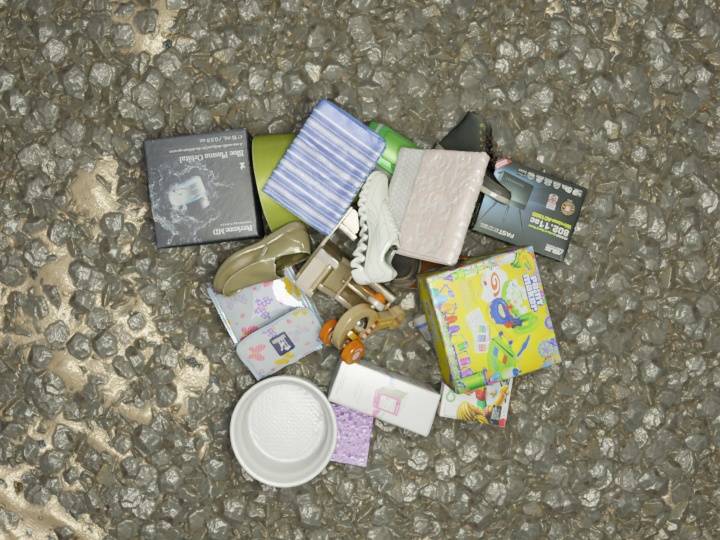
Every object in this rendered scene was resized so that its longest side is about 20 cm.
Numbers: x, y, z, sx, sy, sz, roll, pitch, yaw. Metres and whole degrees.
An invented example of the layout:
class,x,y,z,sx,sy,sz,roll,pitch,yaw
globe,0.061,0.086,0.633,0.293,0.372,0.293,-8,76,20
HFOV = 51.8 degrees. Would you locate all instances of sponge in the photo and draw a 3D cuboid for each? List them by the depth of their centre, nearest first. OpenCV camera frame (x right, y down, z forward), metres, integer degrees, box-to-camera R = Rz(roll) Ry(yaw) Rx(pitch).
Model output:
class,x,y,z,sx,sy,sz,roll,pitch,yaw
sponge,-0.075,0.313,1.463,0.196,0.030,0.114,11,91,-2

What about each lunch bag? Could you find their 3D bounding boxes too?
class,x,y,z,sx,sy,sz,roll,pitch,yaw
lunch bag,-0.169,0.083,1.406,0.167,0.127,0.203,-26,92,2

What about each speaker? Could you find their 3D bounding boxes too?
class,x,y,z,sx,sy,sz,roll,pitch,yaw
speaker,0.088,-0.204,1.433,0.198,0.088,0.089,32,90,-3

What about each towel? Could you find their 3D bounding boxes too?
class,x,y,z,sx,sy,sz,roll,pitch,yaw
towel,-0.059,-0.180,1.281,0.144,0.024,0.202,33,80,-6
towel,0.119,-0.121,1.313,0.189,0.032,0.203,13,82,40

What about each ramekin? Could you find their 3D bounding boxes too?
class,x,y,z,sx,sy,sz,roll,pitch,yaw
ramekin,-0.140,0.292,1.396,0.196,0.098,0.205,0,92,-1

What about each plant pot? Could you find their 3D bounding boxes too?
class,x,y,z,sx,sy,sz,roll,pitch,yaw
plant pot,-0.079,-0.175,1.363,0.196,0.187,0.191,-12,92,5

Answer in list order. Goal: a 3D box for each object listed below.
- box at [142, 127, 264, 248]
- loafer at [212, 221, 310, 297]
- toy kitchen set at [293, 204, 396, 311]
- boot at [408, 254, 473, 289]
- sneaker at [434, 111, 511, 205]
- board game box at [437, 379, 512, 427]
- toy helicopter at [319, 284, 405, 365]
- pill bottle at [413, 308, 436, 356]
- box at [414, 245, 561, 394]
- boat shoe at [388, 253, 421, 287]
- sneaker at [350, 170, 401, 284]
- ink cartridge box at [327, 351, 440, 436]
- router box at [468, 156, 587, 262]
class,x,y,z,sx,sy,sz,roll,pitch,yaw
box,-0.292,-0.152,1.402,0.193,0.117,0.204,-7,93,-2
loafer,-0.172,-0.011,1.316,0.199,0.076,0.068,-36,65,0
toy kitchen set,0.000,0.000,1.366,0.180,0.200,0.164,39,97,-3
boot,0.150,0.004,1.404,0.196,0.155,0.078,5,91,-3
sneaker,0.232,-0.216,1.396,0.107,0.074,0.200,-51,57,14
board game box,0.218,0.174,1.357,0.124,0.035,0.204,9,89,-4
toy helicopter,0.023,0.087,1.368,0.079,0.198,0.134,39,116,28
pill bottle,0.199,0.146,1.431,0.113,0.114,0.202,-34,93,-1
box,0.216,0.080,1.275,0.189,0.122,0.204,-15,93,-5
boat shoe,0.073,-0.055,1.388,0.073,0.202,0.074,-10,134,13
sneaker,0.037,-0.074,1.302,0.080,0.075,0.204,1,81,28
ink cartridge box,0.043,0.232,1.409,0.197,0.145,0.086,22,89,-3
router box,0.326,-0.119,1.456,0.197,0.062,0.152,18,91,-3
